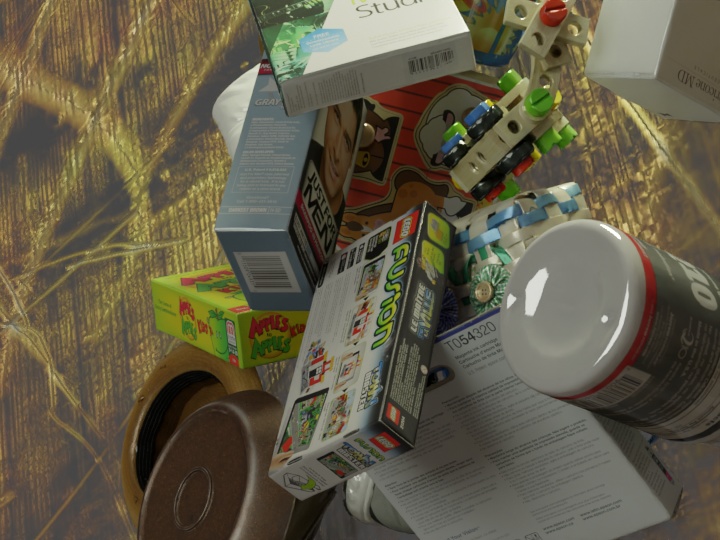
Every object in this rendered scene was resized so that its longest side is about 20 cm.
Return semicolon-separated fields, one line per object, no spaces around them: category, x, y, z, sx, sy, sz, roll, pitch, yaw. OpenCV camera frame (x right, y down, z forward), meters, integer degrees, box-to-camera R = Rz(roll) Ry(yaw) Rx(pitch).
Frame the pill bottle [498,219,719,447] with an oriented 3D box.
pill bottle;0.194;0.048;1.171;0.113;0.199;0.115;-21;59;40

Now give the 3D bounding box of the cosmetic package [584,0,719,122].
cosmetic package;0.241;-0.219;1.305;0.071;0.101;0.202;9;82;47

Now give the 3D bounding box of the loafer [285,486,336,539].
loafer;-0.050;0.161;1.444;0.076;0.067;0.201;28;77;13

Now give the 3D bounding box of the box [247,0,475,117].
box;-0.008;-0.196;1.347;0.143;0.037;0.200;-15;37;-4

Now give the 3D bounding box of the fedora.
fedora;-0.129;0.154;1.567;0.200;0.081;0.202;-22;59;43

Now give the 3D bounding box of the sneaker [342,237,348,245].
sneaker;0.000;0.000;1.487;0.074;0.086;0.201;-42;48;29

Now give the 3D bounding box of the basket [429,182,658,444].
basket;0.120;0.051;1.311;0.176;0.139;0.201;-23;92;40

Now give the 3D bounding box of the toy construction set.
toy construction set;0.120;-0.120;1.318;0.092;0.200;0.131;42;68;15

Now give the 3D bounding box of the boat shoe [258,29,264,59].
boat shoe;-0.045;-0.139;1.609;0.073;0.065;0.201;-12;69;12

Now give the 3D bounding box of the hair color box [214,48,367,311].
hair color box;-0.049;-0.079;1.355;0.060;0.099;0.201;0;53;16

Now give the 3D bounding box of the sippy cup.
sippy cup;0.096;-0.241;1.458;0.178;0.139;0.131;-87;15;-76

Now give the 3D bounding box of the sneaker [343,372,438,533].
sneaker;0.041;0.111;1.391;0.079;0.074;0.202;18;112;37

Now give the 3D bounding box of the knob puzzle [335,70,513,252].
knob puzzle;0.024;-0.089;1.446;0.218;0.030;0.222;-1;81;5

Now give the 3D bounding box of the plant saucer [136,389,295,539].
plant saucer;-0.123;0.187;1.436;0.200;0.034;0.202;-31;47;40

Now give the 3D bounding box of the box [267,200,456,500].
box;0.003;0.053;1.232;0.110;0.035;0.201;-29;34;37

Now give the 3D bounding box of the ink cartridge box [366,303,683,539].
ink cartridge box;0.094;0.123;1.269;0.196;0.200;0.043;-27;17;37

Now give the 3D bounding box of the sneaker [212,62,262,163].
sneaker;-0.030;-0.153;1.532;0.199;0.074;0.116;-24;50;-8

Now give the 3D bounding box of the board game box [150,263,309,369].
board game box;-0.096;0.034;1.526;0.200;0.101;0.048;17;116;62
